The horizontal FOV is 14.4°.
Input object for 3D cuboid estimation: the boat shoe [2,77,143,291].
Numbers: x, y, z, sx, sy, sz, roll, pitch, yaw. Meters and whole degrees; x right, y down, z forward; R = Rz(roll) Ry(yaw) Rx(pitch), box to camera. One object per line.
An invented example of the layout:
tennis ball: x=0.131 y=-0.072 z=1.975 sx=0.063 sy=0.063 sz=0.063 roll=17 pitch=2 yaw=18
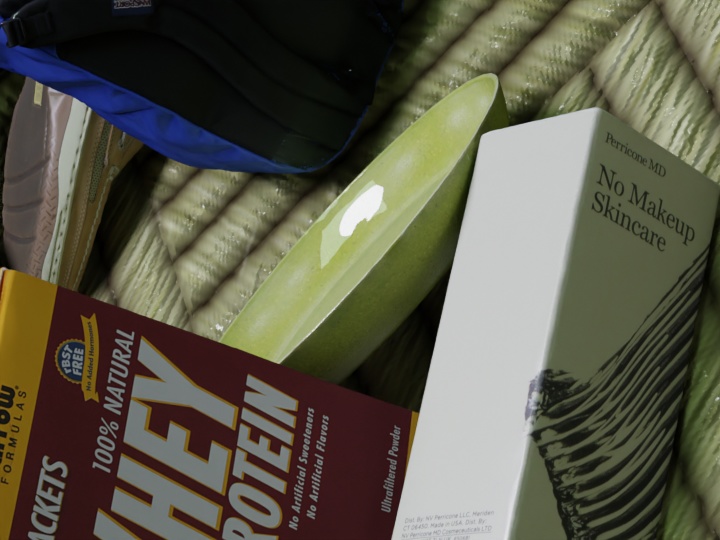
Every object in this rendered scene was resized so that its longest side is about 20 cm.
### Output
boat shoe: x=-0.133 y=-0.076 z=1.450 sx=0.072 sy=0.076 sz=0.201 roll=34 pitch=117 yaw=57

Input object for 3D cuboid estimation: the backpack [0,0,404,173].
backpack: x=-0.087 y=-0.141 z=1.330 sx=0.168 sy=0.199 sz=0.163 roll=9 pitch=76 yaw=63

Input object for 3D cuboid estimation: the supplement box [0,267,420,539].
supplement box: x=-0.103 y=0.120 z=1.136 sx=0.200 sy=0.196 sz=0.134 roll=-35 pitch=40 yaw=54

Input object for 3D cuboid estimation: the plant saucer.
plant saucer: x=0.000 y=0.000 z=1.210 sx=0.200 sy=0.031 sz=0.200 roll=-47 pitch=9 yaw=10

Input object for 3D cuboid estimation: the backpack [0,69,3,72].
backpack: x=-0.221 y=-0.182 z=1.518 sx=0.199 sy=0.135 sz=0.183 roll=-29 pitch=35 yaw=-11

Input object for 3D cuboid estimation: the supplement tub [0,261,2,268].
supplement tub: x=-0.250 y=0.001 z=1.491 sx=0.123 sy=0.122 sz=0.200 roll=-48 pitch=35 yaw=17

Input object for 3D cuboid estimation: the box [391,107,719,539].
box: x=0.076 y=0.045 z=1.102 sx=0.068 sy=0.082 sz=0.201 roll=-11 pitch=60 yaw=48
